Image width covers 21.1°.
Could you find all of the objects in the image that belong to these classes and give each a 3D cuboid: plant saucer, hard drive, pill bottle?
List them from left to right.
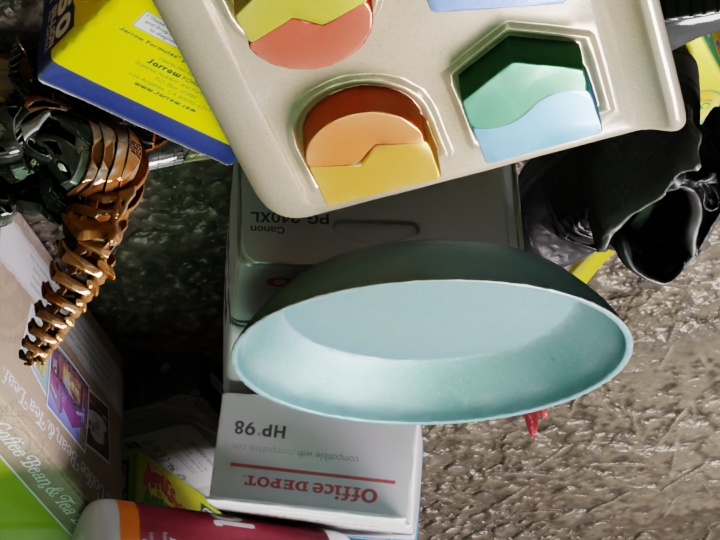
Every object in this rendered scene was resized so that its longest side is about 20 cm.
[{"bbox_3d":[-0.167,0.123,1.279,0.199,0.038,0.140,-14,143,16],"label":"hard drive"},{"bbox_3d":[-0.065,0.197,1.096,0.199,0.113,0.113,11,142,-16],"label":"pill bottle"},{"bbox_3d":[0.035,0.029,0.965,0.199,0.036,0.200,-1,156,-1],"label":"plant saucer"}]

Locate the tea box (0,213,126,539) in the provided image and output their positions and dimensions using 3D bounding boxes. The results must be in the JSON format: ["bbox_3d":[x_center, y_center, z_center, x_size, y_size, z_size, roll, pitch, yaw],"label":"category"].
[{"bbox_3d":[-0.260,0.076,1.120,0.196,0.134,0.200,-10,145,10],"label":"tea box"}]

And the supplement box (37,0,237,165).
[{"bbox_3d":[-0.042,-0.155,0.835,0.109,0.109,0.200,24,136,-33],"label":"supplement box"}]

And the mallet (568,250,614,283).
[{"bbox_3d":[0.135,0.009,1.151,0.066,0.041,0.200,4,149,-14],"label":"mallet"}]

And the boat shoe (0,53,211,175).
[{"bbox_3d":[-0.150,-0.068,0.983,0.199,0.067,0.074,0,143,-9],"label":"boat shoe"}]

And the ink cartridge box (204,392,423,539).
[{"bbox_3d":[-0.022,0.116,1.130,0.115,0.067,0.200,6,169,3],"label":"ink cartridge box"}]

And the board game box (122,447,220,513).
[{"bbox_3d":[-0.203,0.186,1.291,0.200,0.048,0.102,-20,142,23],"label":"board game box"}]

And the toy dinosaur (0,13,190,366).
[{"bbox_3d":[-0.142,-0.056,0.884,0.135,0.200,0.102,7,127,-12],"label":"toy dinosaur"}]

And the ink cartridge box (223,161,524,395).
[{"bbox_3d":[0.000,0.000,1.048,0.145,0.084,0.200,1,157,-6],"label":"ink cartridge box"}]

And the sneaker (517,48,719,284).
[{"bbox_3d":[0.129,-0.032,0.949,0.060,0.104,0.200,9,143,-17],"label":"sneaker"}]

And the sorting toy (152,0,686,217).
[{"bbox_3d":[0.023,-0.094,0.795,0.199,0.037,0.185,-11,141,13],"label":"sorting toy"}]

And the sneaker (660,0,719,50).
[{"bbox_3d":[0.096,-0.111,0.872,0.199,0.074,0.089,-7,147,21],"label":"sneaker"}]

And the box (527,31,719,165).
[{"bbox_3d":[0.112,-0.115,0.961,0.117,0.048,0.200,-18,144,20],"label":"box"}]

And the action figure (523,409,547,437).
[{"bbox_3d":[0.016,0.078,1.210,0.199,0.052,0.065,7,164,-2],"label":"action figure"}]
